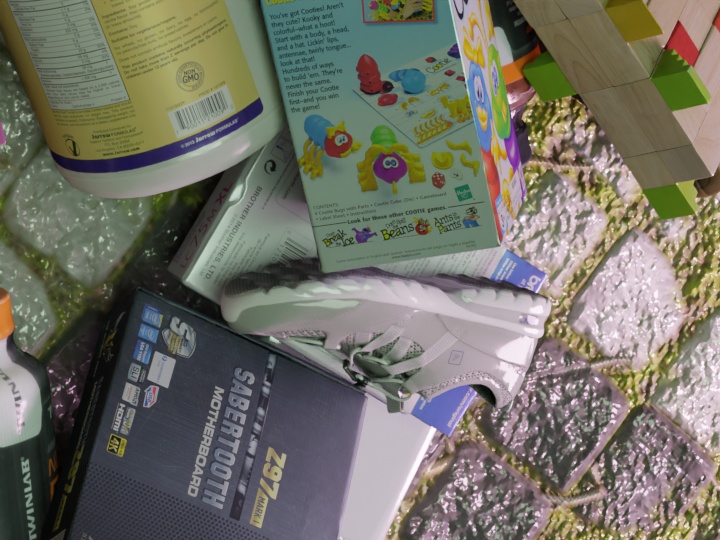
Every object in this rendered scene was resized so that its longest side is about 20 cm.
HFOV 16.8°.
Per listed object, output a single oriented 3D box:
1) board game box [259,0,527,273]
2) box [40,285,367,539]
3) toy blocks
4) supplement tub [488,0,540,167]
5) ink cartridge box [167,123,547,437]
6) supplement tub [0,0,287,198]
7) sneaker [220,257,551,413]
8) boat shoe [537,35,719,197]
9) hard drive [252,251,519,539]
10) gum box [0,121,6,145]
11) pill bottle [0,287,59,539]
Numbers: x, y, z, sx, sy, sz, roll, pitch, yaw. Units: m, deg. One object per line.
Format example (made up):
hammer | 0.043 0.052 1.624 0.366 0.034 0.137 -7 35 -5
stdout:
board game box | 0.016 -0.115 1.312 0.104 0.103 0.201 -8 107 15
box | -0.088 0.129 1.359 0.157 0.051 0.201 27 56 -20
toy blocks | 0.167 -0.150 1.397 0.200 0.100 0.137 52 48 -28
supplement tub | 0.045 -0.152 1.406 0.106 0.107 0.201 -19 106 -17
ink cartridge box | 0.000 0.000 1.426 0.199 0.042 0.120 31 88 -21
supplement tub | -0.127 -0.156 1.305 0.145 0.145 0.201 -27 116 -15
sneaker | 0.015 0.041 1.378 0.199 0.075 0.083 7 96 -22
boat shoe | 0.161 -0.134 1.482 0.201 0.072 0.066 47 54 -13
hard drive | -0.002 0.054 1.471 0.131 0.027 0.201 26 90 -24
gum box | -0.287 -0.098 1.262 0.199 0.066 0.114 -19 109 -18
pill bottle | -0.220 0.111 1.352 0.106 0.106 0.202 -9 104 -20
